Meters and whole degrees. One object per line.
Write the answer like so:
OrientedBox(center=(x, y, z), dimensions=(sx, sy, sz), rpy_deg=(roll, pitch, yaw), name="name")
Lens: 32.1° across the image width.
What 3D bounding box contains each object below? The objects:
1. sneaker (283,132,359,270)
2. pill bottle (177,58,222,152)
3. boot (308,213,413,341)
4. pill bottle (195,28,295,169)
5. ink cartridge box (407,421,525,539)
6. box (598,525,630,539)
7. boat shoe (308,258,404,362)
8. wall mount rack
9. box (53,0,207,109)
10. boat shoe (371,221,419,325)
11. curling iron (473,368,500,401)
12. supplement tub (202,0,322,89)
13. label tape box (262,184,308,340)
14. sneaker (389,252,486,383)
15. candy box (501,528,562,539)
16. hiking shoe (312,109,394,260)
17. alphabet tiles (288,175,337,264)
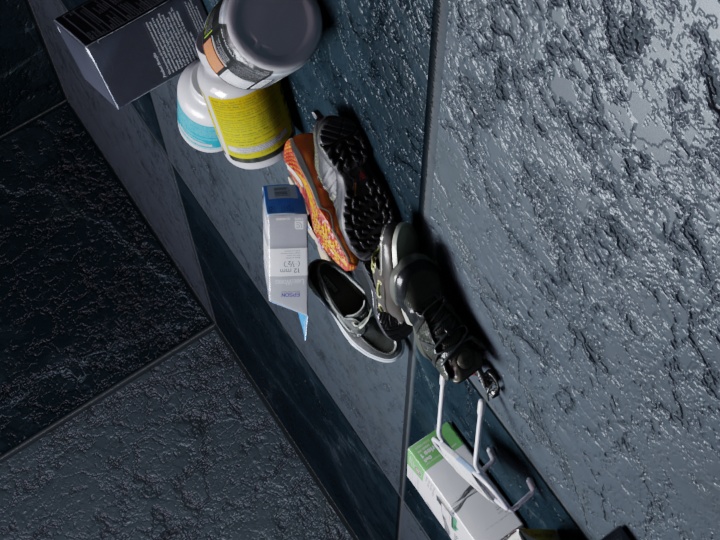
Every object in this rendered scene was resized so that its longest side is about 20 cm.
OrientedBox(center=(-0.037, -0.098, 1.692), dimensions=(0.073, 0.076, 0.202), rpy_deg=(136, 115, -70), name="sneaker")
OrientedBox(center=(-0.236, -0.268, 1.987), dimensions=(0.111, 0.110, 0.200), rpy_deg=(57, 167, 6), name="pill bottle")
OrientedBox(center=(0.000, -0.001, 1.804), dimensions=(0.200, 0.065, 0.167), rpy_deg=(28, 139, 60), name="boot")
OrientedBox(center=(-0.165, -0.250, 1.765), dimensions=(0.113, 0.112, 0.201), rpy_deg=(47, 162, 39), name="pill bottle")
OrientedBox(center=(0.161, 0.358, 1.956), dimensions=(0.201, 0.084, 0.147), rpy_deg=(54, 166, 23), name="ink cartridge box")
OrientedBox(center=(0.326, 0.407, 1.539), dimensions=(0.158, 0.051, 0.200), rpy_deg=(55, 167, 15), name="box")
OrientedBox(center=(-0.008, 0.065, 1.896), dimensions=(0.200, 0.072, 0.071), rpy_deg=(44, 172, -6), name="boat shoe")
OrientedBox(center=(0.158, 0.240, 1.729), dimensions=(0.174, 0.074, 0.200), rpy_deg=(55, 170, -26), name="wall mount rack")
OrientedBox(center=(-0.359, -0.378, 2.008), dimensions=(0.200, 0.197, 0.124), rpy_deg=(40, 157, 55), name="box")
OrientedBox(center=(0.042, 0.003, 1.619), dimensions=(0.060, 0.072, 0.202), rpy_deg=(16, 150, 20), name="boat shoe")
OrientedBox(center=(0.138, 0.137, 1.690), dimensions=(0.050, 0.025, 0.200), rpy_deg=(65, 166, -13), name="curling iron")
OrientedBox(center=(-0.125, -0.288, 1.524), dimensions=(0.124, 0.122, 0.200), rpy_deg=(61, 167, -10), name="supplement tub")
OrientedBox(center=(-0.115, -0.013, 1.897), dimensions=(0.144, 0.065, 0.203), rpy_deg=(-110, 21, -68), name="label tape box")
OrientedBox(center=(0.103, 0.065, 1.569), dimensions=(0.114, 0.076, 0.201), rpy_deg=(43, 163, 43), name="sneaker")
OrientedBox(center=(0.265, 0.442, 1.653), dimensions=(0.136, 0.061, 0.201), rpy_deg=(19, -146, -58), name="candy box")
OrientedBox(center=(-0.012, -0.113, 1.629), dimensions=(0.101, 0.075, 0.202), rpy_deg=(-131, 23, -65), name="hiking shoe")
OrientedBox(center=(-0.061, -0.059, 1.993), dimensions=(0.196, 0.014, 0.201), rpy_deg=(56, 168, 45), name="alphabet tiles")
